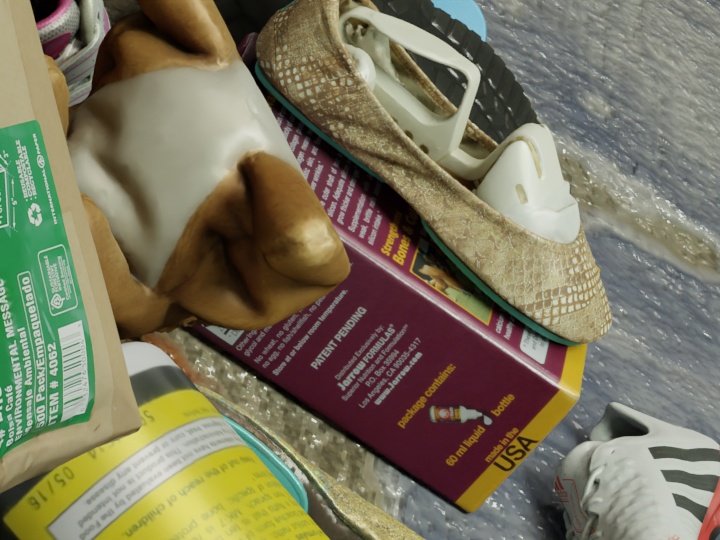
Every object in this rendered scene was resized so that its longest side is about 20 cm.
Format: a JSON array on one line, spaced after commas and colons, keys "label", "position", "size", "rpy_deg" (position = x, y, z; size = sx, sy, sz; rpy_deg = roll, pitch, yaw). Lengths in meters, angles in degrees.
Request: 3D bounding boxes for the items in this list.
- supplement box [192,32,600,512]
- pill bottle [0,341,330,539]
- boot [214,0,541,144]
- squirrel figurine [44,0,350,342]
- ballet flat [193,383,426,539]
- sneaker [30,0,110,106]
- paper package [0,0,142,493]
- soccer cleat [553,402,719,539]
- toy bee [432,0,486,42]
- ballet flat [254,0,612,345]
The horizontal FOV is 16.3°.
[{"label": "supplement box", "position": [0.000, 0.000, 1.117], "size": [0.200, 0.086, 0.111], "rpy_deg": [34, 31, -10]}, {"label": "pill bottle", "position": [-0.049, 0.132, 0.859], "size": [0.200, 0.114, 0.114], "rpy_deg": [47, 31, 14]}, {"label": "boot", "position": [-0.007, -0.069, 1.190], "size": [0.200, 0.138, 0.078], "rpy_deg": [51, 33, -22]}, {"label": "squirrel figurine", "position": [-0.112, -0.007, 0.948], "size": [0.142, 0.186, 0.200], "rpy_deg": [62, -1, 11]}, {"label": "ballet flat", "position": [-0.024, 0.106, 0.982], "size": [0.200, 0.071, 0.071], "rpy_deg": [35, 30, -6]}, {"label": "sneaker", "position": [-0.142, -0.095, 1.025], "size": [0.088, 0.081, 0.200], "rpy_deg": [52, -7, 46]}, {"label": "paper package", "position": [-0.186, -0.022, 0.779], "size": [0.103, 0.190, 0.201], "rpy_deg": [-23, 103, -57]}, {"label": "soccer cleat", "position": [0.119, 0.118, 1.118], "size": [0.085, 0.069, 0.200], "rpy_deg": [32, 27, 5]}, {"label": "toy bee", "position": [0.008, -0.109, 1.254], "size": [0.108, 0.131, 0.201], "rpy_deg": [1, 54, -13]}, {"label": "ballet flat", "position": [0.042, -0.051, 1.079], "size": [0.200, 0.065, 0.071], "rpy_deg": [40, 30, 0]}]
